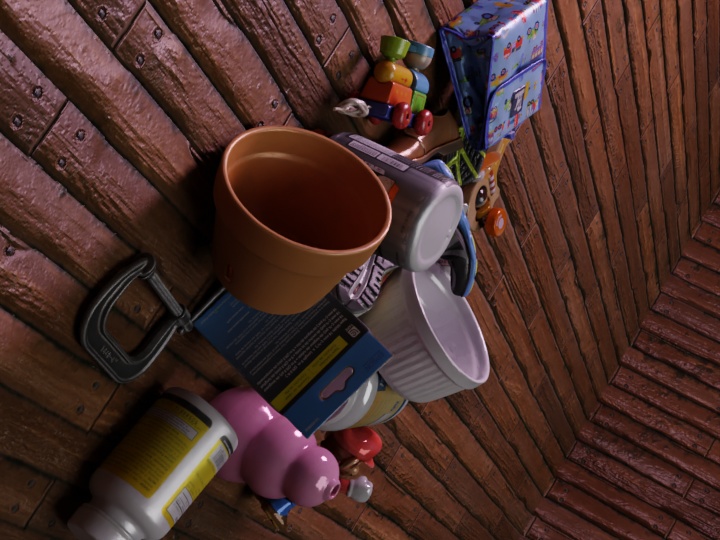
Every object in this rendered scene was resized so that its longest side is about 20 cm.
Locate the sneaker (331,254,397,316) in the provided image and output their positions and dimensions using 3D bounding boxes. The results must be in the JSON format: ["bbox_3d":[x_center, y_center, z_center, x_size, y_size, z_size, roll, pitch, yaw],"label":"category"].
[{"bbox_3d":[0.000,0.000,1.716,0.090,0.078,0.200,-44,-175,48],"label":"sneaker"}]

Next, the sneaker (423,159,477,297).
[{"bbox_3d":[0.110,-0.055,1.766,0.071,0.083,0.200,-99,170,-69],"label":"sneaker"}]

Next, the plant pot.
[{"bbox_3d":[-0.082,-0.046,1.430,0.200,0.200,0.140,-35,161,-47],"label":"plant pot"}]

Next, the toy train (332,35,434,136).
[{"bbox_3d":[0.030,-0.239,1.575,0.200,0.085,0.116,4,101,-64],"label":"toy train"}]

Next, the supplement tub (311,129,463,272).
[{"bbox_3d":[0.013,-0.090,1.538,0.123,0.200,0.123,-45,150,-35],"label":"supplement tub"}]

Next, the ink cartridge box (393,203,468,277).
[{"bbox_3d":[0.091,-0.002,1.862,0.116,0.067,0.200,0,132,-19],"label":"ink cartridge box"}]

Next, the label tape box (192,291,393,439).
[{"bbox_3d":[-0.077,0.088,1.505,0.144,0.200,0.063,-43,163,-9],"label":"label tape box"}]

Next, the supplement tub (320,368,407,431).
[{"bbox_3d":[-0.022,0.151,1.789,0.200,0.145,0.145,6,110,-65],"label":"supplement tub"}]

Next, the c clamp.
[{"bbox_3d":[-0.234,0.042,1.401,0.171,0.027,0.200,-53,157,-9],"label":"c clamp"}]

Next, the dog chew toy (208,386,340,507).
[{"bbox_3d":[-0.113,0.233,1.623,0.125,0.200,0.125,-45,150,-35],"label":"dog chew toy"}]

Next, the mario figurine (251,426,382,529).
[{"bbox_3d":[-0.053,0.303,1.868,0.200,0.124,0.106,-32,173,-5],"label":"mario figurine"}]

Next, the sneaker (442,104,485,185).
[{"bbox_3d":[0.166,-0.224,1.896,0.200,0.075,0.076,-66,-171,-1],"label":"sneaker"}]

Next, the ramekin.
[{"bbox_3d":[0.084,0.088,1.763,0.105,0.200,0.200,-28,166,21],"label":"ramekin"}]

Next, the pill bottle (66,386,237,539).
[{"bbox_3d":[-0.244,0.242,1.477,0.200,0.111,0.111,-50,154,-27],"label":"pill bottle"}]

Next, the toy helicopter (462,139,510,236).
[{"bbox_3d":[0.198,-0.160,2.030,0.132,0.079,0.200,42,66,-57],"label":"toy helicopter"}]

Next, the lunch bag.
[{"bbox_3d":[0.196,-0.274,1.799,0.151,0.094,0.200,-41,135,-39],"label":"lunch bag"}]

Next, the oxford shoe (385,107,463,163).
[{"bbox_3d":[0.065,-0.178,1.746,0.200,0.071,0.071,-28,109,-48],"label":"oxford shoe"}]
